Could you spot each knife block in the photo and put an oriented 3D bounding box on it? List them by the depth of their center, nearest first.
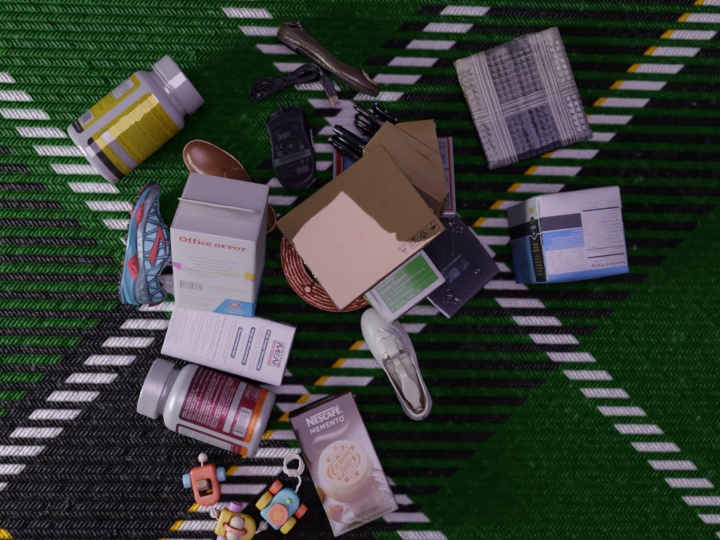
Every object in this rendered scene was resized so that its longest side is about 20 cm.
[{"bbox_3d":[0.039,-0.174,1.369,0.173,0.064,0.202,-8,67,-2],"label":"knife block"}]

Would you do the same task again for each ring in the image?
[{"bbox_3d":[-0.035,-0.032,1.426,0.198,0.019,0.203,0,88,-3],"label":"ring"}]

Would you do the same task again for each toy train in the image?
[{"bbox_3d":[-0.185,0.366,1.389,0.197,0.056,0.152,-7,89,-2],"label":"toy train"}]

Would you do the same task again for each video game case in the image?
[{"bbox_3d":[0.054,-0.152,1.404,0.197,0.017,0.145,0,67,1],"label":"video game case"}]

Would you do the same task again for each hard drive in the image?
[{"bbox_3d":[0.118,-0.033,1.408,0.135,0.042,0.200,-41,88,-15],"label":"hard drive"}]

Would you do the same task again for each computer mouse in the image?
[{"bbox_3d":[-0.091,-0.237,1.413,0.139,0.046,0.202,-21,80,10],"label":"computer mouse"}]

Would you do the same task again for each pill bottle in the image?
[{"bbox_3d":[-0.243,0.214,1.364,0.198,0.110,0.111,20,88,-2],"label":"pill bottle"},{"bbox_3d":[-0.354,-0.243,1.371,0.199,0.114,0.115,-39,90,-3],"label":"pill bottle"}]

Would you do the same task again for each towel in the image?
[{"bbox_3d":[0.272,-0.289,1.445,0.190,0.035,0.202,-18,91,0],"label":"towel"}]

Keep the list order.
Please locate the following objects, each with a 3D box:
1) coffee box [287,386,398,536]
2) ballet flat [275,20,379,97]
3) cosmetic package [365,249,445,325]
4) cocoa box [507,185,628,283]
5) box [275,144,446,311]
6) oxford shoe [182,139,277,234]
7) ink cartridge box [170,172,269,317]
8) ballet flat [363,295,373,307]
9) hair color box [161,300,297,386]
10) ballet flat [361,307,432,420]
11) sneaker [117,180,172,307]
[{"bbox_3d":[-0.030,0.304,1.385,0.113,0.080,0.202,-23,89,-3],"label":"coffee box"},{"bbox_3d":[-0.049,-0.350,1.414,0.199,0.067,0.047,33,91,5],"label":"ballet flat"},{"bbox_3d":[0.026,-0.028,1.317,0.107,0.085,0.201,-37,85,-8],"label":"cosmetic package"},{"bbox_3d":[0.319,-0.050,1.351,0.132,0.200,0.133,-7,89,-3],"label":"cocoa box"},{"bbox_3d":[0.001,-0.065,1.268,0.199,0.021,0.164,-37,84,-7],"label":"box"},{"bbox_3d":[-0.211,-0.142,1.397,0.200,0.071,0.071,43,89,1],"label":"oxford shoe"},{"bbox_3d":[-0.211,-0.045,1.313,0.127,0.201,0.126,9,47,-2],"label":"ink cartridge box"},{"bbox_3d":[0.000,0.000,1.385,0.200,0.071,0.071,41,87,0],"label":"ballet flat"},{"bbox_3d":[-0.210,0.112,1.393,0.198,0.061,0.101,16,88,-1],"label":"hair color box"},{"bbox_3d":[0.063,0.151,1.402,0.069,0.069,0.202,-26,89,-3],"label":"ballet flat"},{"bbox_3d":[-0.332,-0.042,1.394,0.094,0.079,0.203,9,96,-12],"label":"sneaker"}]
